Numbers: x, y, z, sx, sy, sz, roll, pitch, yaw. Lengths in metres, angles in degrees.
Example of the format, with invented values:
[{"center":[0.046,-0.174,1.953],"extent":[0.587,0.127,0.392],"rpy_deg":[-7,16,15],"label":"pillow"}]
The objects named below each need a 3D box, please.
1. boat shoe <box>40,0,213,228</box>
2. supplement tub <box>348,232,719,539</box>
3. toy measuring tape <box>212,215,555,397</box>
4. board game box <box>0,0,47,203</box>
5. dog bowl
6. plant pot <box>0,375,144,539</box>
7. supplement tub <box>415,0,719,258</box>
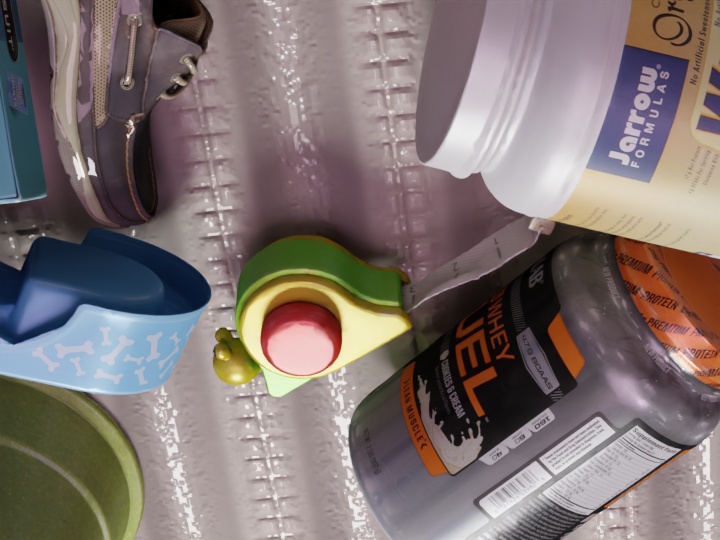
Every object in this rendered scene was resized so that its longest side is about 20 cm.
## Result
[{"center":[-0.106,-0.104,0.910],"extent":[0.073,0.075,0.201],"rpy_deg":[-3,129,2],"label":"boat shoe"},{"center":[0.100,0.065,1.009],"extent":[0.122,0.123,0.200],"rpy_deg":[38,118,-25],"label":"supplement tub"},{"center":[0.000,0.000,0.994],"extent":[0.199,0.074,0.074],"rpy_deg":[-31,122,21],"label":"toy measuring tape"},{"center":[-0.227,-0.119,0.853],"extent":[0.150,0.047,0.202],"rpy_deg":[-8,94,7],"label":"board game box"},{"center":[-0.175,0.010,0.966],"extent":[0.198,0.112,0.050],"rpy_deg":[13,108,-10],"label":"dog bowl"},{"center":[-0.222,0.179,1.053],"extent":[0.198,0.191,0.201],"rpy_deg":[0,127,0],"label":"plant pot"},{"center":[0.135,-0.085,0.881],"extent":[0.198,0.145,0.145],"rpy_deg":[12,127,-10],"label":"supplement tub"}]
